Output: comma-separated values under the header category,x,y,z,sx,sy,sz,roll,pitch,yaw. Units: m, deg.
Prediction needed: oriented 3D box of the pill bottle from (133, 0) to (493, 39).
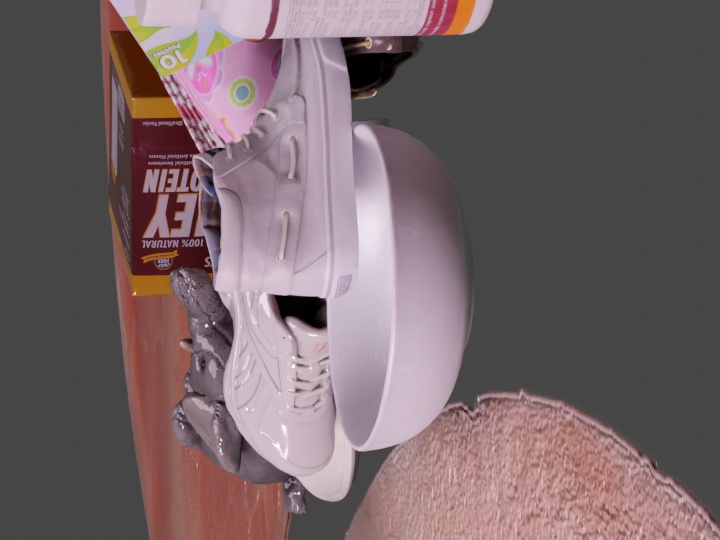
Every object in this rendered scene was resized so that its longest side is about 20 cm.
category,x,y,z,sx,sy,sz,roll,pitch,yaw
pill bottle,-0.028,-0.187,1.157,0.110,0.199,0.110,178,90,-77

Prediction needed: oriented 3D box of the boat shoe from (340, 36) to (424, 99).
category,x,y,z,sx,sy,sz,roll,pitch,yaw
boat shoe,-0.004,-0.150,1.364,0.200,0.071,0.060,150,120,-70

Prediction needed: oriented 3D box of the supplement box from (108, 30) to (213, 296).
category,x,y,z,sx,sy,sz,roll,pitch,yaw
supplement box,-0.169,-0.109,1.969,0.197,0.132,0.201,-118,28,-62

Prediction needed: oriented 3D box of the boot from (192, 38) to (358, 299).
category,x,y,z,sx,sy,sz,roll,pitch,yaw
boot,-0.057,-0.077,1.265,0.074,0.095,0.201,111,157,-59

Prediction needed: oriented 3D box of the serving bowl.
category,x,y,z,sx,sy,sz,roll,pitch,yaw
serving bowl,0.029,0.010,1.243,0.200,0.065,0.201,-179,90,-79

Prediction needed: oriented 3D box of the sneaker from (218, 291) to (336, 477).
category,x,y,z,sx,sy,sz,roll,pitch,yaw
sneaker,-0.049,0.058,1.439,0.099,0.078,0.201,13,119,57

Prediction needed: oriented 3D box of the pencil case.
category,x,y,z,sx,sy,sz,roll,pitch,yaw
pencil case,-0.093,-0.145,1.376,0.200,0.087,0.087,54,160,9

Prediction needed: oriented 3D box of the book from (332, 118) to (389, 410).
category,x,y,z,sx,sy,sz,roll,pitch,yaw
book,0.000,0.000,1.434,0.134,0.048,0.201,173,93,-77

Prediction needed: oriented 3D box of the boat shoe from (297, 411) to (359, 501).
category,x,y,z,sx,sy,sz,roll,pitch,yaw
boat shoe,-0.031,0.078,1.549,0.060,0.072,0.203,-40,-55,-50

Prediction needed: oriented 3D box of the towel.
category,x,y,z,sx,sy,sz,roll,pitch,yaw
towel,-0.090,-0.085,1.607,0.200,0.030,0.146,60,-172,34

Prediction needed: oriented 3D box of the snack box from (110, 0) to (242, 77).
category,x,y,z,sx,sy,sz,roll,pitch,yaw
snack box,-0.067,-0.219,1.234,0.142,0.199,0.053,57,-167,-45

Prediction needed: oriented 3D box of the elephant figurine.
category,x,y,z,sx,sy,sz,roll,pitch,yaw
elephant figurine,-0.097,0.100,1.663,0.200,0.154,0.142,102,-175,-76
